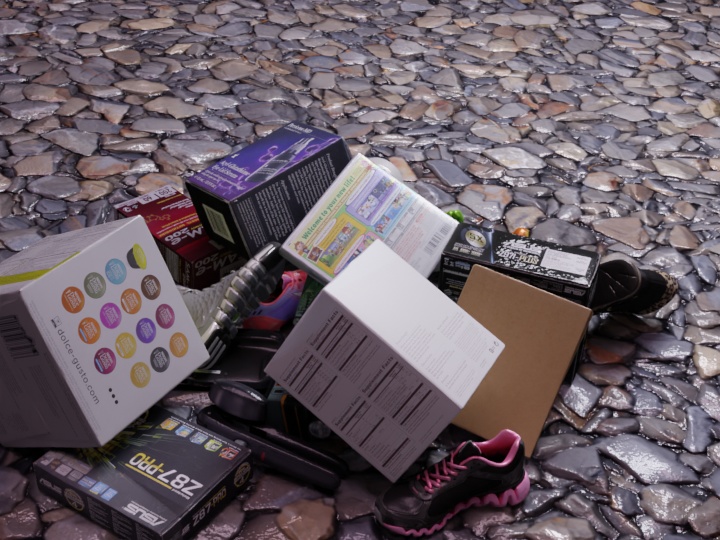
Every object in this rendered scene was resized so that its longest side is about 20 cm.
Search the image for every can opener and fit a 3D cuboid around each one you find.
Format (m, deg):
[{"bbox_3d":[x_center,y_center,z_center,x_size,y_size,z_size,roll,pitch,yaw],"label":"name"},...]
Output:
[{"bbox_3d":[-0.107,0.206,1.369,0.199,0.079,0.063,29,41,16],"label":"can opener"}]

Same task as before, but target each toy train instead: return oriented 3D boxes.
[{"bbox_3d":[-0.051,0.139,1.457,0.113,0.086,0.200,1,32,15],"label":"toy train"}]

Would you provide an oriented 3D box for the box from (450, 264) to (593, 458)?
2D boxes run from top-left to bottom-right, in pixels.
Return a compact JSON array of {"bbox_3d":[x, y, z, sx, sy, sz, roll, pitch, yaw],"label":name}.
[{"bbox_3d":[0.177,0.112,1.435,0.163,0.021,0.201,22,83,18],"label":"box"}]

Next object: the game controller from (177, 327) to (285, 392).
[{"bbox_3d":[-0.198,0.116,1.522,0.199,0.042,0.105,3,48,1],"label":"game controller"}]

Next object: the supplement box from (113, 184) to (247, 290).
[{"bbox_3d":[-0.272,-0.050,1.734,0.109,0.061,0.200,-27,45,-37],"label":"supplement box"}]

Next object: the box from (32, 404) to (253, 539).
[{"bbox_3d":[-0.249,0.232,1.328,0.199,0.049,0.161,21,40,27],"label":"box"}]

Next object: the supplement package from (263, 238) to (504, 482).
[{"bbox_3d":[0.029,0.102,1.333,0.200,0.151,0.152,40,35,5],"label":"supplement package"}]

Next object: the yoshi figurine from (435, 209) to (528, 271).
[{"bbox_3d":[0.146,-0.029,1.698,0.199,0.112,0.113,7,40,11],"label":"yoshi figurine"}]

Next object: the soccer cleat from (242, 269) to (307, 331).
[{"bbox_3d":[-0.092,0.025,1.621,0.067,0.077,0.200,28,42,31],"label":"soccer cleat"}]

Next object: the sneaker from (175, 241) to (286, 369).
[{"bbox_3d":[-0.193,0.025,1.511,0.115,0.075,0.200,25,66,27],"label":"sneaker"}]

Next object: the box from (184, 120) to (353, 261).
[{"bbox_3d":[-0.121,-0.116,1.633,0.200,0.105,0.148,-33,31,-22],"label":"box"}]

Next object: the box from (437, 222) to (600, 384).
[{"bbox_3d":[0.207,0.043,1.541,0.199,0.164,0.086,13,35,16],"label":"box"}]

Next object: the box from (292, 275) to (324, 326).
[{"bbox_3d":[0.000,0.000,1.589,0.144,0.036,0.201,1,55,21],"label":"box"}]

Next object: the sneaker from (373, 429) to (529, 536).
[{"bbox_3d":[0.106,0.234,1.312,0.199,0.096,0.079,-15,39,-22],"label":"sneaker"}]

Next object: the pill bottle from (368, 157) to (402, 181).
[{"bbox_3d":[-0.006,-0.097,1.778,0.110,0.111,0.200,15,36,17],"label":"pill bottle"}]

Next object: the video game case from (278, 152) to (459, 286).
[{"bbox_3d":[0.017,-0.042,1.544,0.182,0.022,0.200,35,59,3],"label":"video game case"}]

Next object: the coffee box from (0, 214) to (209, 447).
[{"bbox_3d":[-0.342,0.074,1.362,0.199,0.200,0.198,-9,21,41],"label":"coffee box"}]

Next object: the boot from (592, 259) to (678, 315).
[{"bbox_3d":[0.338,0.034,1.632,0.200,0.074,0.150,-22,-19,40],"label":"boot"}]
